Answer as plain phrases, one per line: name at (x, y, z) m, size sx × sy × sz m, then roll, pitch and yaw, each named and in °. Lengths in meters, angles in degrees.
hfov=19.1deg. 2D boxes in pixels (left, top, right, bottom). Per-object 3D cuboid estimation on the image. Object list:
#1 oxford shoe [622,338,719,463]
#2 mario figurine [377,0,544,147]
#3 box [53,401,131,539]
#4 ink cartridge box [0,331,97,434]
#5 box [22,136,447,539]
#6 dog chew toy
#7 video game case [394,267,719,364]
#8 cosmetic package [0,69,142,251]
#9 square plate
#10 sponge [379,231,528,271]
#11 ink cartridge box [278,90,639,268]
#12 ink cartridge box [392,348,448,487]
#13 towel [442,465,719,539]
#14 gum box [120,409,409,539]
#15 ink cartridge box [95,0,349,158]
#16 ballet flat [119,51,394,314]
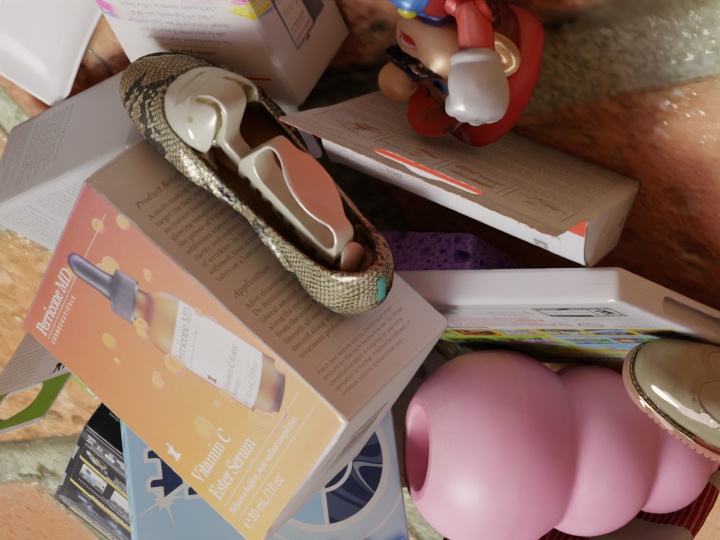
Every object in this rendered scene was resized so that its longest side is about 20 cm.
oxford shoe at (0.247, 0.074, 1.196) m, size 0.199 × 0.071 × 0.074 m, roll 18°, pitch 144°, yaw -2°
mario figurine at (0.023, -0.140, 1.101) m, size 0.105 × 0.124 × 0.201 m, roll -10°, pitch 129°, yaw 24°
box at (-0.106, 0.174, 1.422) m, size 0.200 × 0.049 × 0.161 m, roll 37°, pitch 152°, yaw 3°
ink cartridge box at (-0.176, 0.057, 1.484) m, size 0.076 × 0.201 × 0.148 m, roll 43°, pitch 148°, yaw -20°
box at (-0.076, 0.031, 1.243) m, size 0.200 × 0.106 × 0.152 m, roll 42°, pitch 139°, yaw 9°
dog chew toy at (0.130, 0.113, 1.338) m, size 0.199 × 0.125 × 0.125 m, roll 2°, pitch 154°, yaw -15°
video game case at (0.116, 0.028, 1.268) m, size 0.199 × 0.023 × 0.182 m, roll -1°, pitch 166°, yaw 39°
cosmetic package at (-0.152, -0.065, 1.390) m, size 0.101 × 0.072 × 0.200 m, roll 29°, pitch 154°, yaw -29°
square plate at (-0.245, -0.205, 1.333) m, size 0.198 × 0.029 × 0.200 m, roll 34°, pitch 150°, yaw -4°
sponge at (0.000, 0.000, 1.341) m, size 0.199 × 0.030 × 0.111 m, roll 2°, pitch 168°, yaw 26°
ink cartridge box at (0.052, -0.045, 1.159) m, size 0.162 × 0.200 × 0.057 m, roll 23°, pitch 111°, yaw 14°
ink cartridge box at (-0.038, 0.089, 1.522) m, size 0.145 × 0.084 × 0.200 m, roll 44°, pitch 147°, yaw -21°
towel at (0.136, 0.167, 1.374) m, size 0.143 × 0.200 × 0.023 m, roll 15°, pitch 129°, yaw 26°
gum box at (-0.061, 0.127, 1.332) m, size 0.169 × 0.201 × 0.045 m, roll -5°, pitch 162°, yaw -10°
ink cartridge box at (-0.086, -0.160, 1.216) m, size 0.117 × 0.067 × 0.200 m, roll 8°, pitch 142°, yaw 34°
ballet flat at (-0.053, -0.061, 1.166) m, size 0.200 × 0.068 × 0.075 m, roll 45°, pitch 162°, yaw 11°
